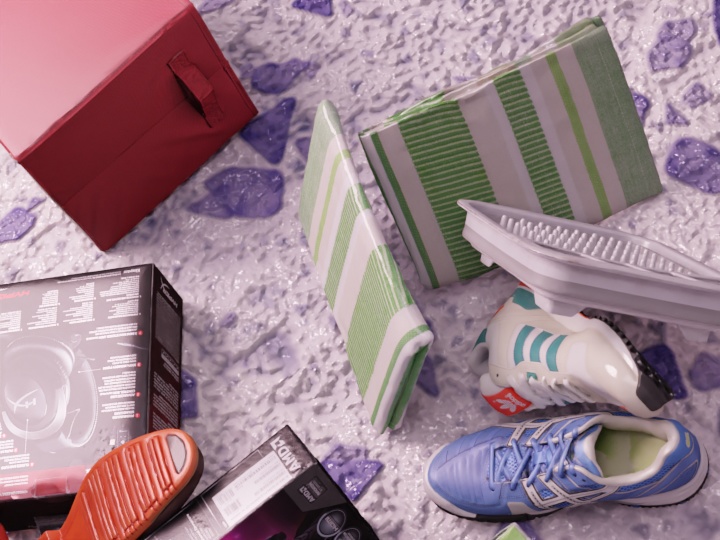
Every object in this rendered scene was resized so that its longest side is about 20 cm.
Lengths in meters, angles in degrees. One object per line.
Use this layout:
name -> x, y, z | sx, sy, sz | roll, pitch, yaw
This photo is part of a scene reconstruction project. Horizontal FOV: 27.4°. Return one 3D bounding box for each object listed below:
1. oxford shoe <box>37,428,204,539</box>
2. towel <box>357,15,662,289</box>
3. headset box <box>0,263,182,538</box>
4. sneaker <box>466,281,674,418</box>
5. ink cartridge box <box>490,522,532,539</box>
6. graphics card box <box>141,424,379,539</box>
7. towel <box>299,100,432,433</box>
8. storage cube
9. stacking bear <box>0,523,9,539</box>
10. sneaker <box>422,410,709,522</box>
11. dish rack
oxford shoe -> -0.165, 0.183, 1.043 | 0.200, 0.072, 0.071 | -44, 46, 26
towel -> 0.113, -0.082, 1.099 | 0.199, 0.153, 0.023 | -25, 25, -2
headset box -> -0.217, 0.107, 1.129 | 0.148, 0.077, 0.201 | -9, 64, 11
sneaker -> 0.137, 0.074, 1.020 | 0.093, 0.070, 0.200 | -46, 26, -1
ink cartridge box -> 0.151, 0.262, 0.942 | 0.059, 0.104, 0.200 | -42, 62, -6
graphics card box -> -0.091, 0.212, 1.016 | 0.200, 0.126, 0.051 | -38, 42, -6
towel -> 0.000, 0.000, 1.080 | 0.023, 0.153, 0.201 | -13, 62, -16
storage cube -> -0.223, -0.160, 1.204 | 0.180, 0.171, 0.200 | -43, 63, -6
stacking bear -> -0.340, 0.237, 1.062 | 0.199, 0.114, 0.122 | -30, 89, 11
sneaker -> 0.138, 0.128, 1.025 | 0.199, 0.077, 0.076 | -10, 65, 12
dish rack -> 0.161, 0.000, 1.012 | 0.171, 0.200, 0.044 | 10, 101, -15
